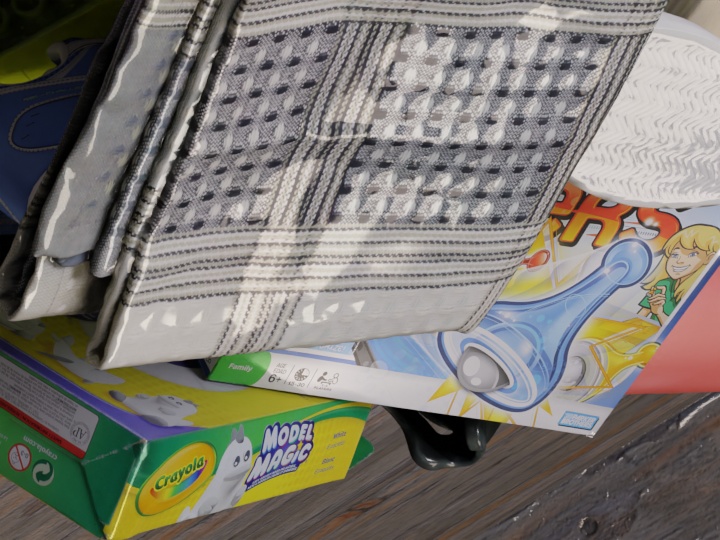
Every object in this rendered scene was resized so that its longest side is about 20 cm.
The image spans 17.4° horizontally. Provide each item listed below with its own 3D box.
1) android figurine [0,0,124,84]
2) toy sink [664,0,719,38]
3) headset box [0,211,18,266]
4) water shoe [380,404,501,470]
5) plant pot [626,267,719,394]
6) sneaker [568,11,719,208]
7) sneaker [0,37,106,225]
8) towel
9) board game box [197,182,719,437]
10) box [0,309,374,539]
[{"bbox_3d":[-0.110,-0.080,0.888,0.182,0.041,0.200,-29,165,-2],"label":"android figurine"},{"bbox_3d":[0.129,-0.163,0.881,0.112,0.130,0.200,-23,166,-24],"label":"toy sink"},{"bbox_3d":[-0.239,0.049,0.977,0.200,0.093,0.174,-35,166,25],"label":"headset box"},{"bbox_3d":[0.000,0.000,0.996,0.071,0.200,0.079,-30,-155,33],"label":"water shoe"},{"bbox_3d":[0.130,-0.015,1.335,0.177,0.200,0.200,-11,160,-25],"label":"plant pot"},{"bbox_3d":[0.056,-0.089,0.847,0.200,0.116,0.074,14,119,-28],"label":"sneaker"},{"bbox_3d":[-0.072,-0.058,0.833,0.076,0.077,0.200,-63,167,21],"label":"sneaker"},{"bbox_3d":[0.001,-0.048,0.732,0.200,0.035,0.193,0,133,-37],"label":"towel"},{"bbox_3d":[0.047,-0.004,0.927,0.200,0.034,0.135,10,125,-36],"label":"board game box"},{"bbox_3d":[-0.078,0.047,0.928,0.200,0.117,0.048,-4,120,-63],"label":"box"}]
